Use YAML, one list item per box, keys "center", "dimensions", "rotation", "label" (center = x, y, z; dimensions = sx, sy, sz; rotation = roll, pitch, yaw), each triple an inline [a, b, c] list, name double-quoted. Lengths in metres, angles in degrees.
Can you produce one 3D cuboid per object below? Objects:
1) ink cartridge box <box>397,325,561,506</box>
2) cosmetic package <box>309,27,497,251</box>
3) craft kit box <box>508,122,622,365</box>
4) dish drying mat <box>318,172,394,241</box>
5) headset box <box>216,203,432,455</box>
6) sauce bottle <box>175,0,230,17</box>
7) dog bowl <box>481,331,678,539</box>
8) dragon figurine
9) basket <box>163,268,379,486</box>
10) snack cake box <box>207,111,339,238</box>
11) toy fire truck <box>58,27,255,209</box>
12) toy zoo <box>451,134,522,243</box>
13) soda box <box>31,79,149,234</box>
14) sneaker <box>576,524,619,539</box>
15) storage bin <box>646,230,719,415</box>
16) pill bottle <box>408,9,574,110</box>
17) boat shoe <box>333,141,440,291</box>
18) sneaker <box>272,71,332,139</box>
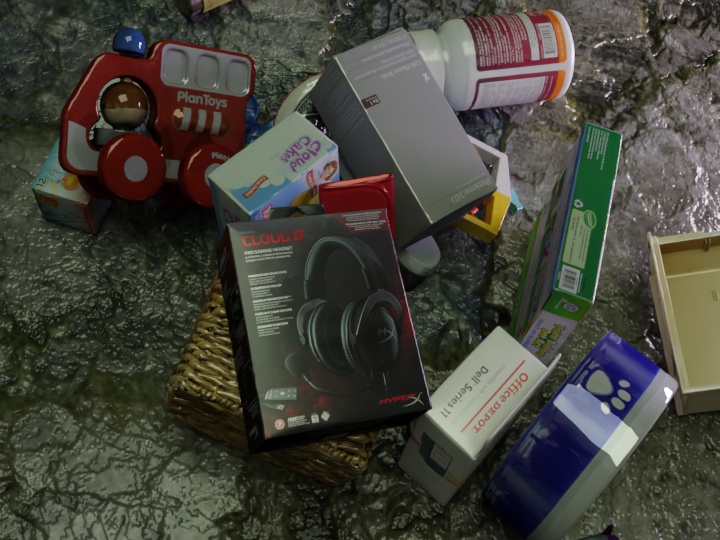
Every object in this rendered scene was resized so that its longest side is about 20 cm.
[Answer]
- center: [0.106, 0.132, 0.815]
  dimensions: [0.067, 0.201, 0.117]
  rotation: [40, 64, 15]
  label: "ink cartridge box"
- center: [0.044, -0.136, 0.924]
  dimensions: [0.106, 0.090, 0.202]
  rotation: [-29, 83, -30]
  label: "cosmetic package"
- center: [0.205, -0.012, 0.907]
  dimensions: [0.048, 0.198, 0.203]
  rotation: [18, 61, 0]
  label: "craft kit box"
- center: [0.000, 0.000, 0.882]
  dimensions: [0.075, 0.203, 0.018]
  rotation: [-10, 35, -11]
  label: "dish drying mat"
- center: [-0.037, 0.040, 0.752]
  dimensions: [0.146, 0.077, 0.204]
  rotation: [-6, 73, -20]
  label: "headset box"
- center: [-0.152, -0.396, 1.145]
  dimensions: [0.198, 0.065, 0.065]
  rotation: [-29, 69, -22]
  label: "sauce bottle"
- center: [0.202, 0.159, 0.813]
  dimensions: [0.078, 0.201, 0.200]
  rotation: [38, 64, 17]
  label: "dog bowl"
- center: [-0.150, -0.172, 1.027]
  dimensions: [0.196, 0.059, 0.101]
  rotation: [11, 61, -2]
  label: "dragon figurine"
- center: [-0.071, 0.098, 0.840]
  dimensions: [0.197, 0.143, 0.151]
  rotation: [24, 64, -7]
  label: "basket"
- center: [-0.079, -0.043, 0.884]
  dimensions: [0.115, 0.202, 0.067]
  rotation: [-39, 62, -23]
  label: "snack cake box"
- center: [-0.206, -0.154, 0.899]
  dimensions: [0.197, 0.111, 0.172]
  rotation: [4, 93, -32]
  label: "toy fire truck"
- center: [0.103, -0.113, 1.017]
  dimensions: [0.197, 0.021, 0.133]
  rotation: [25, 51, -12]
  label: "toy zoo"
- center: [-0.295, -0.146, 0.993]
  dimensions: [0.067, 0.064, 0.203]
  rotation: [16, 60, 2]
  label: "soda box"
- center: [0.253, 0.335, 0.800]
  dimensions: [0.086, 0.075, 0.202]
  rotation: [-16, 64, -21]
  label: "sneaker"
- center: [0.421, 0.038, 0.930]
  dimensions: [0.196, 0.094, 0.202]
  rotation: [-9, 62, 13]
  label: "storage bin"
- center: [0.154, -0.257, 1.082]
  dimensions: [0.196, 0.110, 0.111]
  rotation: [-8, 63, -11]
  label: "pill bottle"
- center: [0.018, -0.067, 0.991]
  dimensions: [0.068, 0.057, 0.202]
  rotation: [-11, 61, -39]
  label: "boat shoe"
- center: [-0.065, -0.129, 0.978]
  dimensions: [0.074, 0.080, 0.202]
  rotation: [30, 85, 38]
  label: "sneaker"
